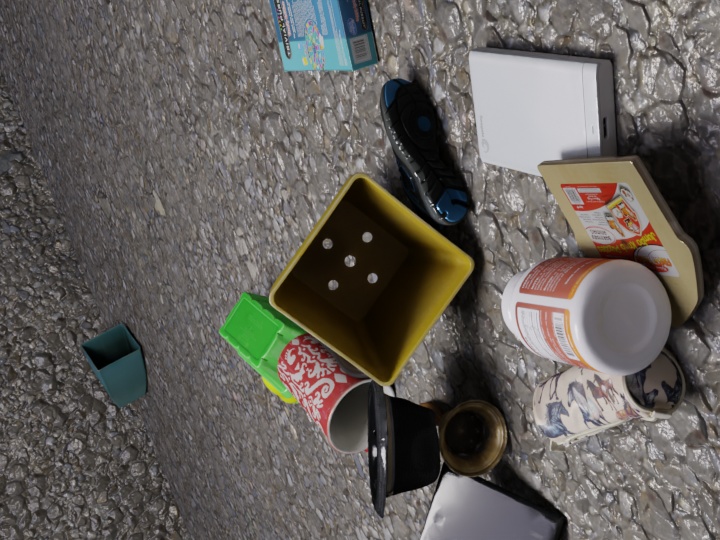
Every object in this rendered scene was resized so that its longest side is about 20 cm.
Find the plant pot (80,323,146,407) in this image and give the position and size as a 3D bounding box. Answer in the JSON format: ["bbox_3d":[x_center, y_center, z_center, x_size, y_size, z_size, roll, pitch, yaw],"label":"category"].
[{"bbox_3d":[-0.725,0.301,2.985,0.141,0.140,0.202,40,148,43],"label":"plant pot"}]

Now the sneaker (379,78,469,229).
[{"bbox_3d":[0.066,-0.146,1.283,0.082,0.072,0.203,-23,87,64],"label":"sneaker"}]

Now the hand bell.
[{"bbox_3d":[0.123,0.221,1.445,0.200,0.103,0.106,-167,59,-71],"label":"hand bell"}]

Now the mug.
[{"bbox_3d":[-0.051,0.216,1.682,0.199,0.132,0.180,36,130,48],"label":"mug"}]

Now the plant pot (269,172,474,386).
[{"bbox_3d":[0.000,0.000,1.337,0.199,0.201,0.176,36,-179,-15],"label":"plant pot"}]

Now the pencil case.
[{"bbox_3d":[0.271,0.141,1.101,0.200,0.076,0.091,141,126,-62],"label":"pencil case"}]

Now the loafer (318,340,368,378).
[{"bbox_3d":[-0.018,0.111,1.616,0.199,0.072,0.072,29,135,52],"label":"loafer"}]

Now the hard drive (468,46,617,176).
[{"bbox_3d":[0.195,-0.168,1.081,0.199,0.026,0.134,25,130,54],"label":"hard drive"}]

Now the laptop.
[{"bbox_3d":[0.192,0.389,1.420,0.185,0.115,0.203,21,103,24],"label":"laptop"}]

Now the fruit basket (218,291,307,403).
[{"bbox_3d":[-0.143,0.154,1.850,0.214,0.157,0.216,33,179,0],"label":"fruit basket"}]

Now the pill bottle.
[{"bbox_3d":[0.228,0.043,1.052,0.200,0.111,0.114,-171,62,-73],"label":"pill bottle"}]

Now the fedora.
[{"bbox_3d":[0.059,0.235,1.342,0.201,0.090,0.205,178,90,-86],"label":"fedora"}]

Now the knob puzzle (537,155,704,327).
[{"bbox_3d":[0.278,-0.032,0.995,0.220,0.030,0.220,49,166,16],"label":"knob puzzle"}]

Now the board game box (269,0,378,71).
[{"bbox_3d":[-0.059,-0.359,1.391,0.199,0.046,0.154,18,124,57],"label":"board game box"}]
